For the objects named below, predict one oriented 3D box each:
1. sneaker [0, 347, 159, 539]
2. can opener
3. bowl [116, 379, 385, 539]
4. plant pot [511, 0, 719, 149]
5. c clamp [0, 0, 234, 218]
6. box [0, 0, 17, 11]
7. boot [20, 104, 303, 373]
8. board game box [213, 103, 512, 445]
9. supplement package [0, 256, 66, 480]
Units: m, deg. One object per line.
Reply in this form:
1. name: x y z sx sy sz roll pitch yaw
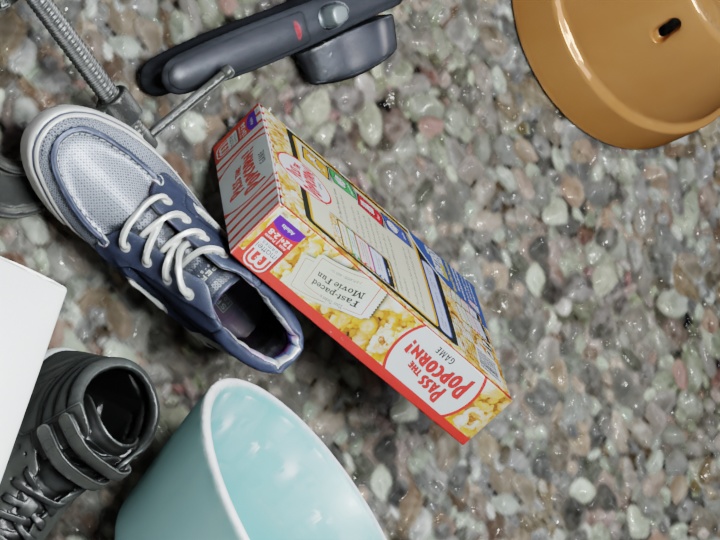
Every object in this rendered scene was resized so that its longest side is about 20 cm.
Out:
1. sneaker: -0.184 0.122 1.391 0.071 0.099 0.200 42 60 -24
2. can opener: -0.050 -0.149 1.571 0.200 0.063 0.079 -22 94 -38
3. bowl: -0.066 0.175 1.425 0.201 0.105 0.201 50 17 -21
4. plant pot: 0.226 -0.196 1.737 0.200 0.140 0.200 8 76 -36
5. c clamp: -0.192 -0.123 1.452 0.171 0.027 0.200 -48 124 -10
6. box: -0.220 -0.284 1.484 0.193 0.048 0.200 -46 109 -30
7. boot: -0.111 -0.020 1.459 0.200 0.090 0.073 43 82 -29
8. board game box: 0.000 0.000 1.531 0.200 0.046 0.152 40 16 -23
9. supplement package: -0.258 0.085 1.324 0.120 0.121 0.200 26 67 -22
